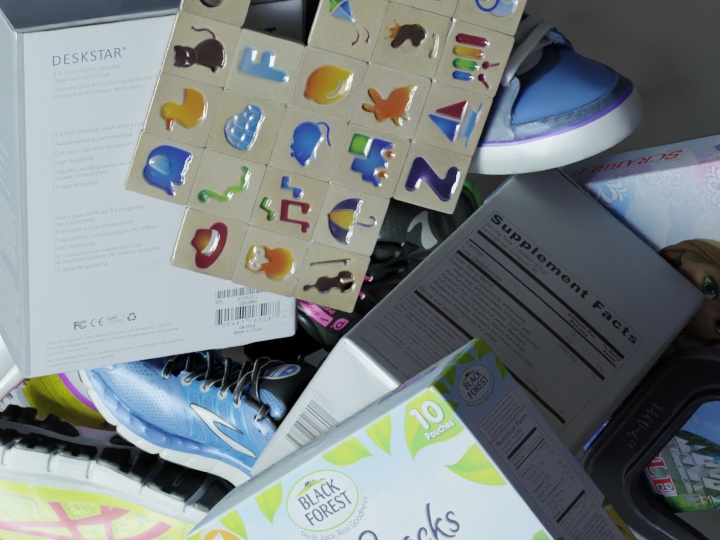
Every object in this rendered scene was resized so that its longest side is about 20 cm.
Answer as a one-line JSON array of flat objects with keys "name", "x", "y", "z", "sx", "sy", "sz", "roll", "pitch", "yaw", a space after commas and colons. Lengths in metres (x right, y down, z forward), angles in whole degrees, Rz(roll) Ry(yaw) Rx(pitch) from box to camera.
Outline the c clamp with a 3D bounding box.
[{"name": "c clamp", "x": 0.202, "y": 0.122, "z": 1.515, "sx": 0.170, "sy": 0.027, "sz": 0.200, "roll": 33, "pitch": 142, "yaw": 7}]

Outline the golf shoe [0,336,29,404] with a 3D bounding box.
[{"name": "golf shoe", "x": -0.189, "y": -0.017, "z": 1.584, "sx": 0.091, "sy": 0.201, "sz": 0.075, "roll": 31, "pitch": 179, "yaw": -31}]

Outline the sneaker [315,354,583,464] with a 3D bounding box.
[{"name": "sneaker", "x": 0.052, "y": 0.109, "z": 1.623, "sx": 0.114, "sy": 0.073, "sz": 0.201, "roll": -14, "pitch": 124, "yaw": 44}]

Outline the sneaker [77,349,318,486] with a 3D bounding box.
[{"name": "sneaker", "x": -0.063, "y": 0.069, "z": 1.568, "sx": 0.199, "sy": 0.079, "sz": 0.089, "roll": 31, "pitch": 132, "yaw": 2}]

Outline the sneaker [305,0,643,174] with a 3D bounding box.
[{"name": "sneaker", "x": 0.043, "y": -0.135, "z": 1.482, "sx": 0.199, "sy": 0.081, "sz": 0.147, "roll": 8, "pitch": 127, "yaw": 38}]

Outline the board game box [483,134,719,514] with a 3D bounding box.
[{"name": "board game box", "x": 0.186, "y": 0.030, "z": 1.512, "sx": 0.199, "sy": 0.041, "sz": 0.201, "roll": -10, "pitch": 111, "yaw": 39}]

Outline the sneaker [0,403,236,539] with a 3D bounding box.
[{"name": "sneaker", "x": -0.140, "y": 0.139, "z": 1.616, "sx": 0.199, "sy": 0.078, "sz": 0.091, "roll": 14, "pitch": 108, "yaw": 8}]

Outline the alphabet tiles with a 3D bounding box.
[{"name": "alphabet tiles", "x": -0.021, "y": -0.079, "z": 1.446, "sx": 0.166, "sy": 0.008, "sz": 0.201, "roll": 15, "pitch": 112, "yaw": -11}]

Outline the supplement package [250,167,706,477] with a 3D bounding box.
[{"name": "supplement package", "x": 0.061, "y": 0.057, "z": 1.452, "sx": 0.120, "sy": 0.200, "sz": 0.121, "roll": 41, "pitch": 134, "yaw": 7}]

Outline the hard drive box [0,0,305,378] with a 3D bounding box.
[{"name": "hard drive box", "x": -0.113, "y": -0.058, "z": 1.498, "sx": 0.077, "sy": 0.155, "sz": 0.201, "roll": -128, "pitch": 35, "yaw": -54}]

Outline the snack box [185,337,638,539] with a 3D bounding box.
[{"name": "snack box", "x": 0.027, "y": 0.133, "z": 1.350, "sx": 0.143, "sy": 0.053, "sz": 0.200, "roll": 53, "pitch": 134, "yaw": -3}]

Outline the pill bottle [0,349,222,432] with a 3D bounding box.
[{"name": "pill bottle", "x": -0.160, "y": 0.057, "z": 1.711, "sx": 0.104, "sy": 0.104, "sz": 0.200, "roll": 50, "pitch": 151, "yaw": -2}]

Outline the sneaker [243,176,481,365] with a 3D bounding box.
[{"name": "sneaker", "x": 0.000, "y": 0.000, "z": 1.587, "sx": 0.076, "sy": 0.084, "sz": 0.200, "roll": 32, "pitch": 138, "yaw": -13}]
